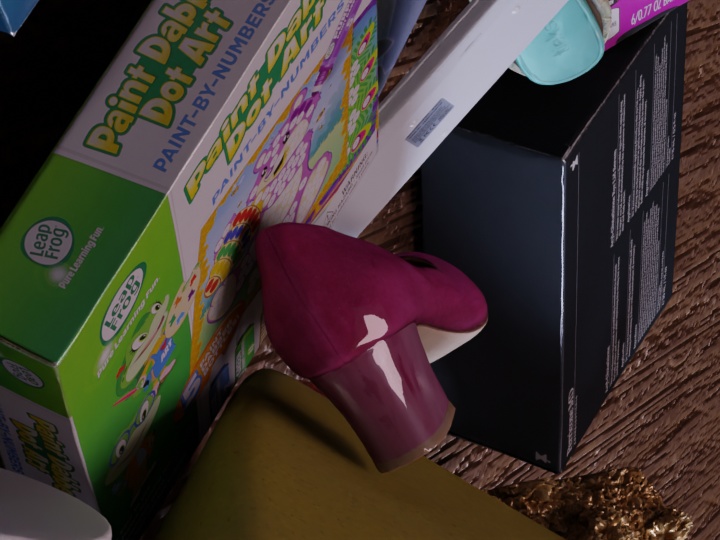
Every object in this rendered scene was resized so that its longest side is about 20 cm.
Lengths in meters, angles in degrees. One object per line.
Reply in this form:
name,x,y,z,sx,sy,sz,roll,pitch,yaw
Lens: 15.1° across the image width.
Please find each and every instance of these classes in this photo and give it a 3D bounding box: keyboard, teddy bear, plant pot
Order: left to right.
plant pot,-0.012,0.166,0.928,0.196,0.194,0.200,-60,176,2
keyboard,0.023,-0.061,1.076,0.200,0.011,0.056,-48,159,8
teddy bear,0.070,0.134,1.272,0.200,0.144,0.067,6,72,-67

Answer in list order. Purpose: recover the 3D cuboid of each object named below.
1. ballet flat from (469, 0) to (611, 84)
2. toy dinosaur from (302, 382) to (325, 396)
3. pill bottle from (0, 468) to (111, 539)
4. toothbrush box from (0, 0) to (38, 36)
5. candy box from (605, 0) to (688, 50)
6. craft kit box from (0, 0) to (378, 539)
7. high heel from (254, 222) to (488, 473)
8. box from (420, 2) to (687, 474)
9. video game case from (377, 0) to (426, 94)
ballet flat,0.056,-0.143,1.095,0.200,0.067,0.063,64,7,-62
toy dinosaur,-0.043,0.142,1.070,0.200,0.105,0.182,-25,115,-50
pill bottle,-0.145,0.161,0.822,0.116,0.115,0.201,2,105,-67
toothbrush box,-0.109,-0.185,0.684,0.147,0.085,0.200,-59,153,-29
candy box,0.126,-0.209,1.183,0.136,0.061,0.201,-31,137,-24
craft kit box,-0.058,-0.018,0.921,0.200,0.048,0.198,-59,164,-21
high heel,0.000,0.000,1.010,0.096,0.067,0.200,60,5,-12
box,0.092,-0.027,1.288,0.201,0.079,0.141,87,27,-42
video game case,0.000,-0.163,1.041,0.183,0.023,0.200,-64,157,-19
